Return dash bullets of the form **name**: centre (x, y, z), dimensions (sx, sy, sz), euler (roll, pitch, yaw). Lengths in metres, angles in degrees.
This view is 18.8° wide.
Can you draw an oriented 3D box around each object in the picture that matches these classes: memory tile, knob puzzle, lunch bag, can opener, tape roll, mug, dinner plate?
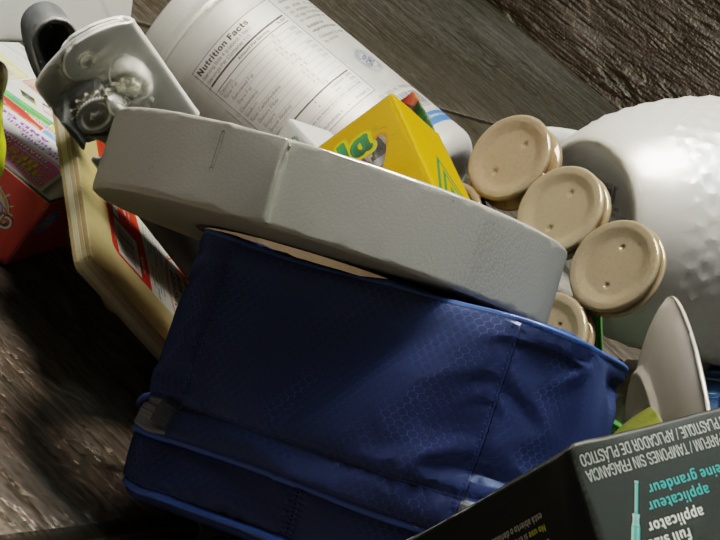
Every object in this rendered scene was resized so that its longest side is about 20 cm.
- **memory tile**: centre (0.052, 0.025, 1.105), dimensions (0.017, 0.200, 0.153), euler (37, 8, -47)
- **knob puzzle**: centre (-0.101, 0.000, 1.084), dimensions (0.220, 0.030, 0.220), euler (58, 12, -19)
- **lunch bag**: centre (-0.002, 0.072, 0.900), dimensions (0.199, 0.133, 0.136), euler (15, -5, 23)
- **can opener**: centre (-0.094, -0.053, 1.019), dimensions (0.067, 0.053, 0.200), euler (51, -4, 41)
- **tape roll**: centre (-0.013, -0.019, 0.912), dimensions (0.202, 0.037, 0.203), euler (17, -4, 1)
- **mug**: centre (0.170, -0.033, 1.198), dimensions (0.175, 0.148, 0.200), euler (3, 23, -37)
- **dinner plate**: centre (0.142, 0.112, 1.000), dimensions (0.024, 0.201, 0.200), euler (-4, 19, -2)

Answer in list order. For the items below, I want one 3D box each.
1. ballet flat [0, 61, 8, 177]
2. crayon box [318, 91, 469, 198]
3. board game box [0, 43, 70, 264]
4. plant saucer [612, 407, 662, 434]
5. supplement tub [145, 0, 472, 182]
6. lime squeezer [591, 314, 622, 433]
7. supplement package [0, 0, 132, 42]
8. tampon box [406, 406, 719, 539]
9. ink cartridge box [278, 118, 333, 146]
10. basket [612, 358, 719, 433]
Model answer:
- **ballet flat**: centre (-0.185, -0.064, 0.983), dimensions (0.067, 0.067, 0.200), euler (19, 35, -22)
- **crayon box**: centre (0.000, 0.000, 1.112), dimensions (0.051, 0.127, 0.200), euler (37, 22, -46)
- **board game box**: centre (-0.196, -0.077, 1.148), dimensions (0.153, 0.040, 0.200), euler (39, 14, 6)
- **plant saucer**: centre (0.119, 0.160, 0.942), dimensions (0.031, 0.201, 0.200), euler (-4, 18, 0)
- **supplement tub**: centre (-0.039, -0.095, 1.408), dimensions (0.200, 0.132, 0.132), euler (40, 14, 14)
- **lime squeezer**: centre (0.128, 0.115, 1.124), dimensions (0.038, 0.201, 0.071), euler (0, -7, -11)
- **supplement package**: centre (-0.233, -0.190, 1.004), dimensions (0.199, 0.148, 0.191), euler (13, 10, 29)
- **tampon box**: centre (0.129, 0.158, 0.754), dimensions (0.150, 0.126, 0.201), euler (-11, 74, -33)
- **ink cartridge box**: centre (-0.006, 0.010, 1.210), dimensions (0.039, 0.100, 0.200), euler (15, 26, -42)
- **basket**: centre (0.197, 0.121, 1.224), dimensions (0.199, 0.140, 0.176), euler (8, 7, 17)
